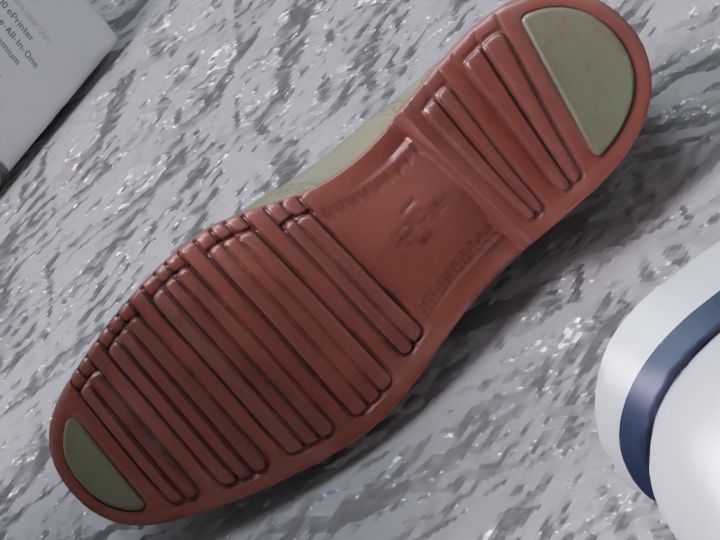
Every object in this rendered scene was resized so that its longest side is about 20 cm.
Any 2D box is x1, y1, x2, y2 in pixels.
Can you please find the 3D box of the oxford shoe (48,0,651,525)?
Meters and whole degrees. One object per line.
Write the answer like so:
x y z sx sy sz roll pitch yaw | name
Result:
0.000 0.000 0.842 0.200 0.071 0.074 -37 1 4 | oxford shoe

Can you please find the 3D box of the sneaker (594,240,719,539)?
0.147 -0.002 0.650 0.200 0.076 0.081 -44 38 -1 | sneaker

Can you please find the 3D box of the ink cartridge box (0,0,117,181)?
-0.208 -0.045 1.127 0.145 0.084 0.200 -2 44 50 | ink cartridge box
